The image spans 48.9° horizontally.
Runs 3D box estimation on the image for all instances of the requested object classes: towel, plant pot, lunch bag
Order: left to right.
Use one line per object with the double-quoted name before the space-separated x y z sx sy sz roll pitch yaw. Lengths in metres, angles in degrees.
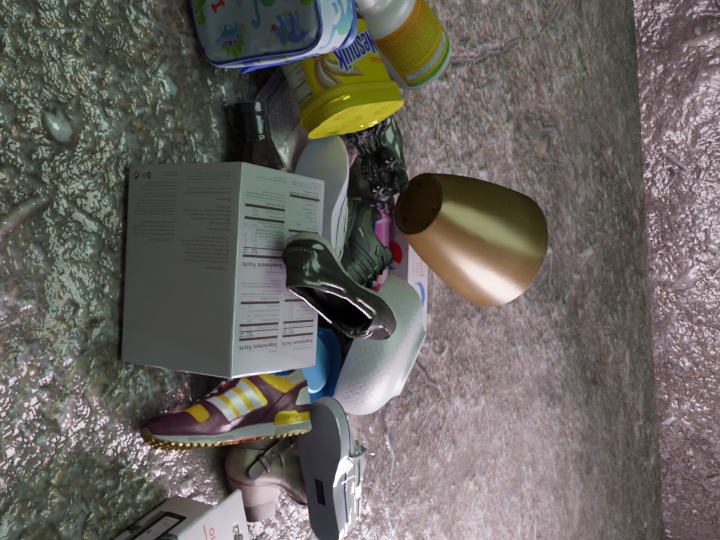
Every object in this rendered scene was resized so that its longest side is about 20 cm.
"lunch bag" -0.098 -0.300 0.842 0.082 0.198 0.163 -26 112 -46
"towel" -0.061 -0.196 1.064 0.202 0.032 0.192 -63 140 -33
"plant pot" 0.147 -0.064 1.180 0.198 0.185 0.190 23 72 -40

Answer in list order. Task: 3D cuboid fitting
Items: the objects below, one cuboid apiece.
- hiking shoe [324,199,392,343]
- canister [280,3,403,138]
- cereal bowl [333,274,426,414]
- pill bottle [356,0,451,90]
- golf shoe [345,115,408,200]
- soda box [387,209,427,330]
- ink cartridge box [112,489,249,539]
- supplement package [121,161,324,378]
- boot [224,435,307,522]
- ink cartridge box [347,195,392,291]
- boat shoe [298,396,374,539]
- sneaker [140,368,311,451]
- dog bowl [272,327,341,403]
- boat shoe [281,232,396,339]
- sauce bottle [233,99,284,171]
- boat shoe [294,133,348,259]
"hiking shoe" 0.000 0.000 1.095 0.099 0.076 0.204 3 87 -16
"canister" -0.044 -0.276 0.971 0.148 0.086 0.203 -21 86 -50
"cereal bowl" 0.037 0.114 1.109 0.200 0.082 0.203 25 89 -83
"pill bottle" 0.046 -0.362 1.148 0.200 0.110 0.113 38 61 -52
"golf shoe" 0.014 -0.202 1.107 0.095 0.076 0.203 -78 155 -63
"soda box" 0.065 0.007 1.247 0.068 0.063 0.204 -1 94 -57
"ink cartridge box" -0.204 0.322 0.834 0.199 0.067 0.118 -28 115 -54
"supplement package" -0.142 -0.002 0.833 0.150 0.150 0.204 2 91 -60
"boot" -0.085 0.224 1.000 0.199 0.070 0.149 -19 120 -46
"ink cartridge box" 0.005 -0.004 1.180 0.094 0.037 0.204 9 87 -58
"boat shoe" -0.020 0.237 0.982 0.086 0.074 0.205 -27 120 -46
"sneaker" -0.149 0.147 0.882 0.197 0.075 0.092 1 75 -34
"dog bowl" -0.092 0.099 1.016 0.201 0.049 0.113 56 47 -43
"boat shoe" -0.023 0.036 0.827 0.200 0.066 0.058 47 41 -47
"sauce bottle" -0.119 -0.099 0.946 0.066 0.065 0.204 -25 114 -54
"boat shoe" -0.051 -0.072 1.019 0.065 0.072 0.204 26 73 -79
